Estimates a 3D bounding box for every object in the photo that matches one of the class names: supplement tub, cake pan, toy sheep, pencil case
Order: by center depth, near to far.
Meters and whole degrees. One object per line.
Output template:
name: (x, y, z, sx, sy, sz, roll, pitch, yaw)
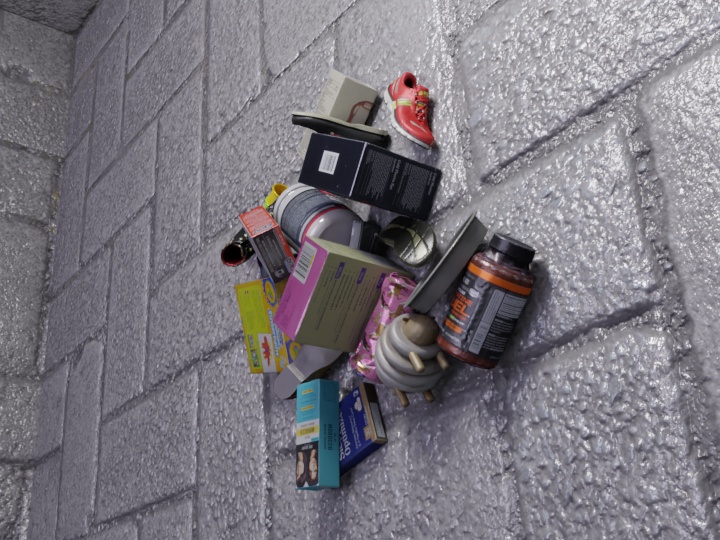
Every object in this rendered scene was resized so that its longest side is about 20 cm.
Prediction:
supplement tub: (0.202, 0.045, 1.319, 0.107, 0.107, 0.200, 35, 106, 53)
cake pan: (0.143, -0.008, 1.389, 0.200, 0.037, 0.200, -53, -1, -2)
toy sheep: (0.085, 0.150, 1.428, 0.138, 0.138, 0.200, -112, 33, -41)
pencil case: (0.052, 0.104, 1.522, 0.083, 0.086, 0.200, 35, 104, 50)
supplement tub: (-0.085, -0.089, 1.736, 0.200, 0.140, 0.141, 42, 112, 51)

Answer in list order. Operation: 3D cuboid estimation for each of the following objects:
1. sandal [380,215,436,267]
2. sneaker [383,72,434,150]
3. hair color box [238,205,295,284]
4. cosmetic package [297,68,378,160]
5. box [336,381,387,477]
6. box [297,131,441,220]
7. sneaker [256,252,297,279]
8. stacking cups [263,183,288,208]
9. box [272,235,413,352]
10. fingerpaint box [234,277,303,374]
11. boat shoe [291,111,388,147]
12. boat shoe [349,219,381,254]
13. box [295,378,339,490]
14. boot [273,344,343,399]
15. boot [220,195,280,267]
sandal: (0.096, -0.050, 1.548, 0.080, 0.057, 0.201, -38, 22, 0)
sneaker: (0.101, -0.313, 1.620, 0.085, 0.077, 0.200, -46, 44, 27)
hair color box: (-0.191, -0.057, 1.749, 0.064, 0.111, 0.200, -26, 21, -6)
cosmetic package: (-0.051, -0.317, 1.808, 0.200, 0.087, 0.103, -65, 25, 16)
box: (-0.031, 0.316, 1.609, 0.200, 0.032, 0.121, -47, 44, 36)
box: (0.015, -0.178, 1.594, 0.200, 0.182, 0.104, 23, 98, 55)
sneaker: (-0.173, -0.019, 1.866, 0.200, 0.074, 0.088, -17, 97, 50)
stacking cups: (-0.229, -0.115, 2.017, 0.200, 0.060, 0.061, -53, 41, 31)
box: (-0.032, 0.050, 1.559, 0.097, 0.200, 0.176, 36, 108, 54)
fingerpaint box: (-0.183, 0.114, 1.807, 0.167, 0.073, 0.201, -13, 88, 52)
boat shoe: (-0.047, -0.280, 1.717, 0.074, 0.201, 0.063, -93, 18, -78)
boat shoe: (0.000, 0.000, 1.650, 0.069, 0.056, 0.201, -80, -2, -71)
box: (-0.082, 0.314, 1.610, 0.082, 0.049, 0.201, -25, 59, 49)
boot: (-0.086, 0.185, 1.705, 0.200, 0.075, 0.074, -44, 61, 9)
boot: (-0.218, -0.089, 1.904, 0.203, 0.074, 0.154, -31, 13, 35)
